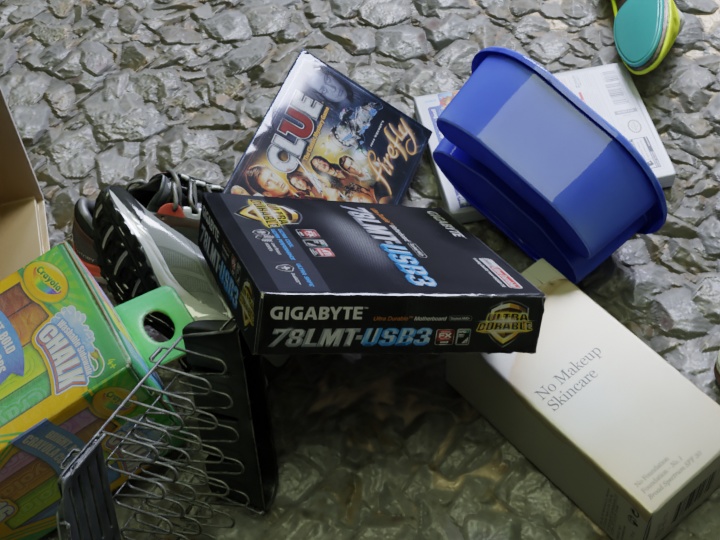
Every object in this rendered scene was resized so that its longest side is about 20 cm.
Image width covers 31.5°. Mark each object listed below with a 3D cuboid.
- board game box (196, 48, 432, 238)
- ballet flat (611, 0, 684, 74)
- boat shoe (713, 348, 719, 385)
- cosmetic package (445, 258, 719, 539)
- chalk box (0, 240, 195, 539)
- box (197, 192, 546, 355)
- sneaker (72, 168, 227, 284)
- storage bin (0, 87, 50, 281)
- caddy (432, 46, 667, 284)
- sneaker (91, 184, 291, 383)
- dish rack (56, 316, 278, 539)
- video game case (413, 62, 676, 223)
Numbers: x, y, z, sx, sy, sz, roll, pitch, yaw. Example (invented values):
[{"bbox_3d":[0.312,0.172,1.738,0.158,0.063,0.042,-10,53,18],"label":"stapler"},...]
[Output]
[{"bbox_3d":[-0.032,-0.072,1.046,0.135,0.035,0.201,31,54,-10],"label":"board game box"},{"bbox_3d":[0.269,-0.250,1.194,0.067,0.067,0.201,24,41,-30],"label":"ballet flat"},{"bbox_3d":[0.344,0.014,0.972,0.074,0.075,0.202,29,58,23],"label":"boat shoe"},{"bbox_3d":[0.164,0.095,0.918,0.103,0.073,0.200,-35,59,-22],"label":"cosmetic package"},{"bbox_3d":[-0.207,0.078,0.890,0.199,0.124,0.125,-34,56,-7],"label":"chalk box"},{"bbox_3d":[0.000,0.000,0.894,0.196,0.050,0.200,1,21,-18],"label":"box"},{"bbox_3d":[-0.138,-0.042,1.032,0.198,0.082,0.078,-12,52,-10],"label":"sneaker"},{"bbox_3d":[-0.299,-0.040,0.963,0.093,0.201,0.200,-14,52,-7],"label":"storage bin"},{"bbox_3d":[0.149,-0.088,1.001,0.200,0.142,0.105,43,77,12],"label":"caddy"},{"bbox_3d":[-0.131,0.013,0.980,0.200,0.074,0.079,47,50,5],"label":"sneaker"},{"bbox_3d":[-0.122,0.137,0.822,0.054,0.155,0.200,5,31,21],"label":"dish rack"},{"bbox_3d":[0.158,-0.114,1.118,0.198,0.018,0.144,-10,53,-6],"label":"video game case"}]
